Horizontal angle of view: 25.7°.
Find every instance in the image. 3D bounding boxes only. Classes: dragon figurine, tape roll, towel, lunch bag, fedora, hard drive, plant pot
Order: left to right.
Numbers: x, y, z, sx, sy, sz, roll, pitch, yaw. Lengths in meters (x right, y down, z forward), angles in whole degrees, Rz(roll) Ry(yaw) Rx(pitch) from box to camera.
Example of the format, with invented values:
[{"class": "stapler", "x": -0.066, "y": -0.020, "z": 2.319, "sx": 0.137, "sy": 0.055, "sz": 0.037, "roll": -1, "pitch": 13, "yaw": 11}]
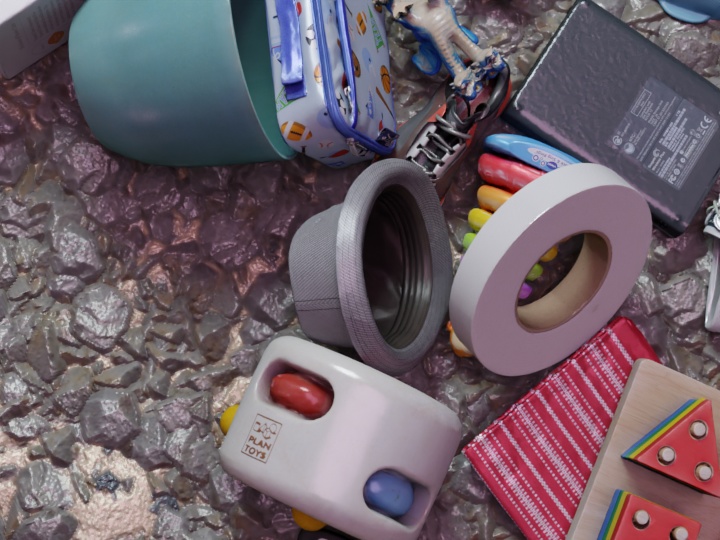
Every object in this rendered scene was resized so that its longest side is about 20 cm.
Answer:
[{"class": "plant pot", "x": -0.154, "y": -0.180, "z": 1.353, "sx": 0.159, "sy": 0.200, "sz": 0.203, "roll": -10, "pitch": 83, "yaw": 12}, {"class": "lunch bag", "x": -0.028, "y": -0.189, "z": 1.376, "sx": 0.075, "sy": 0.160, "sz": 0.202, "roll": -13, "pitch": 77, "yaw": 19}, {"class": "fedora", "x": 0.000, "y": 0.000, "z": 1.344, "sx": 0.089, "sy": 0.200, "sz": 0.178, "roll": -6, "pitch": 114, "yaw": 26}, {"class": "dragon figurine", "x": 0.065, "y": -0.214, "z": 1.407, "sx": 0.059, "sy": 0.200, "sz": 0.100, "roll": -37, "pitch": 117, "yaw": -1}, {"class": "tape roll", "x": 0.166, "y": 0.001, "z": 1.360, "sx": 0.202, "sy": 0.203, "sz": 0.037, "roll": -37, "pitch": 52, "yaw": -9}, {"class": "towel", "x": 0.206, "y": 0.154, "z": 1.420, "sx": 0.199, "sy": 0.022, "sz": 0.145, "roll": -38, "pitch": 93, "yaw": -8}, {"class": "hard drive", "x": 0.247, "y": -0.144, "z": 1.461, "sx": 0.199, "sy": 0.033, "sz": 0.140, "roll": 34, "pitch": 78, "yaw": 0}]

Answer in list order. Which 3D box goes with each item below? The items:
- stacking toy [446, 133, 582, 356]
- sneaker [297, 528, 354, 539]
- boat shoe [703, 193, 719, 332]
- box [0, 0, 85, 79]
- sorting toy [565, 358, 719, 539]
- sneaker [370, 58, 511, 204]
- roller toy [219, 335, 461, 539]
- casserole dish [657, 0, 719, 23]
[{"class": "stacking toy", "x": 0.128, "y": -0.016, "z": 1.410, "sx": 0.115, "sy": 0.110, "sz": 0.201, "roll": 25, "pitch": 92, "yaw": -1}, {"class": "sneaker", "x": 0.016, "y": 0.310, "z": 1.358, "sx": 0.199, "sy": 0.075, "sz": 0.116, "roll": 29, "pitch": 83, "yaw": -2}, {"class": "boat shoe", "x": 0.345, "y": -0.039, "z": 1.432, "sx": 0.066, "sy": 0.074, "sz": 0.202, "roll": 1, "pitch": 87, "yaw": -3}, {"class": "box", "x": -0.263, "y": -0.280, "z": 1.374, "sx": 0.199, "sy": 0.152, "sz": 0.107, "roll": -35, "pitch": 87, "yaw": -10}, {"class": "sorting toy", "x": 0.305, "y": 0.207, "z": 1.386, "sx": 0.198, "sy": 0.070, "sz": 0.200, "roll": 23, "pitch": 84, "yaw": -7}, {"class": "sneaker", "x": 0.067, "y": -0.118, "z": 1.417, "sx": 0.077, "sy": 0.082, "sz": 0.201, "roll": 33, "pitch": 82, "yaw": 0}, {"class": "roller toy", "x": -0.021, "y": 0.150, "z": 1.320, "sx": 0.199, "sy": 0.182, "sz": 0.141, "roll": 25, "pitch": 82, "yaw": -1}, {"class": "casserole dish", "x": 0.335, "y": -0.334, "z": 1.497, "sx": 0.120, "sy": 0.039, "sz": 0.202, "roll": 17, "pitch": 80, "yaw": -3}]
